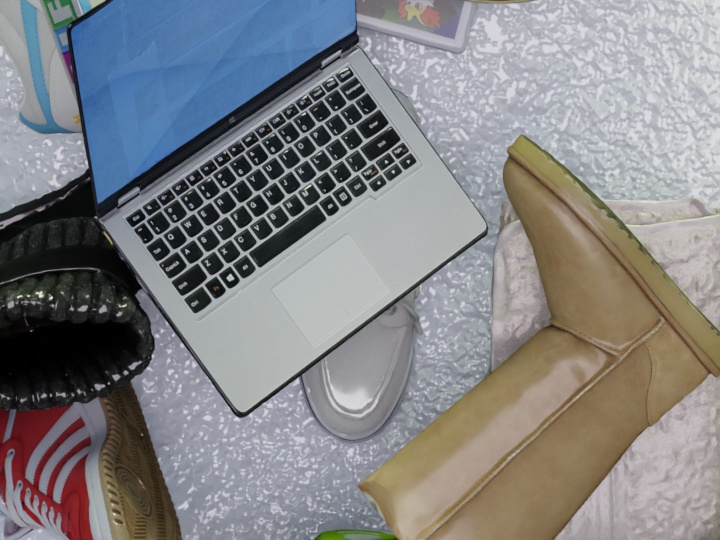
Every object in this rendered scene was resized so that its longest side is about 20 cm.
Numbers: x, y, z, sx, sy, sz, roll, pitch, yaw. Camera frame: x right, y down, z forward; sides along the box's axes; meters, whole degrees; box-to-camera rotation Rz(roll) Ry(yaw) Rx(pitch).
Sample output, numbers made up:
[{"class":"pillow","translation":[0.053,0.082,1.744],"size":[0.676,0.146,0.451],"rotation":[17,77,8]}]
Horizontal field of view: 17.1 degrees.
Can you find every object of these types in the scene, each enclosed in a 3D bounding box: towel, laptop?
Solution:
[{"class":"towel","translation":[0.136,0.059,1.309],"size":[0.131,0.034,0.202],"rotation":[-1,94,0]},{"class":"laptop","translation":[-0.035,-0.068,1.217],"size":[0.187,0.116,0.201],"rotation":[-36,90,-27]}]

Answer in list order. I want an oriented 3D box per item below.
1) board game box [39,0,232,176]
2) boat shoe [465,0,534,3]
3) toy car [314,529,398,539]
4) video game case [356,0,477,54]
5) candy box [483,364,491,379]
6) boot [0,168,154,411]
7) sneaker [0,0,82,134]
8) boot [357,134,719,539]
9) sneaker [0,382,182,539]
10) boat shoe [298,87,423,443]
[{"class":"board game box","translation":[-0.111,-0.162,1.279],"size":[0.134,0.034,0.201],"rotation":[-24,98,-40]},{"class":"boat shoe","translation":[0.046,-0.185,1.301],"size":[0.198,0.072,0.073],"rotation":[8,96,-3]},{"class":"toy car","translation":[-0.084,0.218,1.321],"size":[0.157,0.199,0.166],"rotation":[0,96,-47]},{"class":"video game case","translation":[-0.014,-0.235,1.341],"size":[0.198,0.022,0.184],"rotation":[15,95,-4]},{"class":"candy box","translation":[0.107,0.146,1.363],"size":[0.136,0.061,0.201],"rotation":[25,94,-3]},{"class":"boot","translation":[-0.126,-0.005,1.286],"size":[0.210,0.158,0.080],"rotation":[-30,110,-4]},{"class":"sneaker","translation":[-0.175,-0.174,1.317],"size":[0.080,0.076,0.202],"rotation":[-16,86,25]},{"class":"boot","translation":[0.076,0.056,1.260],"size":[0.200,0.066,0.175],"rotation":[-43,94,5]},{"class":"sneaker","translation":[-0.167,0.126,1.300],"size":[0.112,0.200,0.071],"rotation":[-34,125,8]},{"class":"boat shoe","translation":[0.005,0.000,1.333],"size":[0.074,0.086,0.204],"rotation":[9,95,-2]}]
